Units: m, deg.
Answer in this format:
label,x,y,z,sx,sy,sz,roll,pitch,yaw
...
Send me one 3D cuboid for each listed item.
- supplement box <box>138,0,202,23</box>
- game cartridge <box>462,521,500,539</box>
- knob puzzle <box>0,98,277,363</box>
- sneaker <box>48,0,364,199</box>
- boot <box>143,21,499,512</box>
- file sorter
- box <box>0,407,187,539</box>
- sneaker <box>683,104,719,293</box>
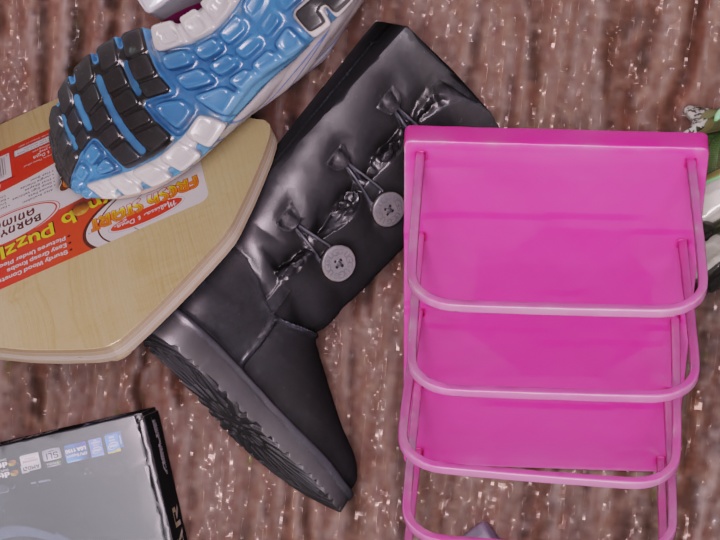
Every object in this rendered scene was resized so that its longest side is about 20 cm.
label,x,y,z,sx,sy,sz,roll,pitch,yaw
supplement box,-0.040,-0.215,1.073,0.199,0.101,0.104,-35,88,4
game cartridge,0.072,0.246,1.103,0.133,0.041,0.200,-39,87,11
knob puzzle,-0.128,-0.019,1.062,0.218,0.220,0.031,-22,130,5
sneaker,-0.060,-0.100,1.045,0.199,0.087,0.075,-36,80,14
boot,0.000,-0.001,1.089,0.200,0.065,0.165,-52,131,-16
file sorter,0.086,0.053,1.007,0.138,0.126,0.201,2,129,3
box,-0.184,0.171,1.121,0.198,0.044,0.162,-12,90,5
sneaker,0.189,-0.061,1.066,0.199,0.077,0.089,-28,51,10
